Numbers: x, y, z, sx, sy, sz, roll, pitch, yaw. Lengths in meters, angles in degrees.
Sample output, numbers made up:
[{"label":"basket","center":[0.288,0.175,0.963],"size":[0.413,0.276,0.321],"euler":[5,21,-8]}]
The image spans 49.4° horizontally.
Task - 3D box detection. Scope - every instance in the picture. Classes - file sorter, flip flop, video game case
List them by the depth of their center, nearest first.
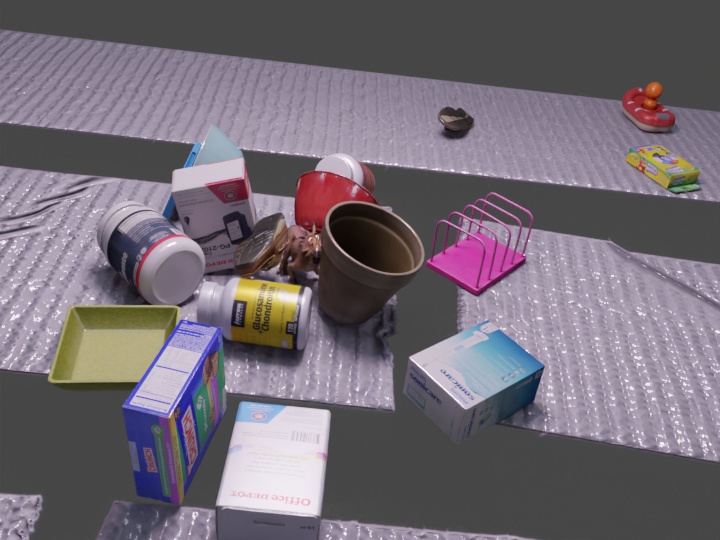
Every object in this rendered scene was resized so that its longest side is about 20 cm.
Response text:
[{"label":"file sorter","center":[0.261,-0.067,1.688],"size":[0.138,0.128,0.198],"euler":[31,40,31]},{"label":"video game case","center":[-0.399,-0.180,1.717],"size":[0.018,0.144,0.202],"euler":[25,31,-14]},{"label":"flip flop","center":[0.275,-0.435,2.292],"size":[0.081,0.058,0.199],"euler":[48,28,6]}]

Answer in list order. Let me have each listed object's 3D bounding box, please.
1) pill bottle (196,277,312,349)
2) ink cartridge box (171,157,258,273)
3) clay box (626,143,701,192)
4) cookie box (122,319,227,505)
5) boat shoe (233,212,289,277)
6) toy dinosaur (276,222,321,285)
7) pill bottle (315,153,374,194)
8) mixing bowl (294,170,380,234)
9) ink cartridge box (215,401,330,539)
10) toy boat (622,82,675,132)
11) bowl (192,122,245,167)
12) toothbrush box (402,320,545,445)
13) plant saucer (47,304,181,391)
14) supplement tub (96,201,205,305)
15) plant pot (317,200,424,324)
[{"label":"pill bottle","center":[-0.188,0.074,1.407],"size":[0.195,0.114,0.113],"euler":[7,33,1]},{"label":"ink cartridge box","center":[-0.279,-0.104,1.552],"size":[0.141,0.203,0.085],"euler":[-10,38,-2]},{"label":"clay box","center":[0.856,-0.288,2.196],"size":[0.112,0.049,0.201],"euler":[-10,37,-24]},{"label":"cookie box","center":[-0.265,0.204,1.152],"size":[0.073,0.174,0.201],"euler":[9,34,9]},{"label":"boat shoe","center":[-0.176,-0.038,1.480],"size":[0.074,0.075,0.201],"euler":[-11,25,21]},{"label":"toy dinosaur","center":[-0.117,-0.049,1.581],"size":[0.085,0.138,0.199],"euler":[-20,42,-35]},{"label":"pill bottle","center":[-0.038,-0.202,1.768],"size":[0.110,0.115,0.200],"euler":[15,3,12]},{"label":"mixing bowl","center":[-0.064,-0.104,1.654],"size":[0.196,0.201,0.110],"euler":[16,64,13]},{"label":"ink cartridge box","center":[-0.121,0.294,1.124],"size":[0.141,0.086,0.202],"euler":[6,33,-1]},{"label":"toy boat","center":[0.922,-0.535,2.493],"size":[0.127,0.133,0.202],"euler":[-1,35,-13]},{"label":"bowl","center":[-0.327,-0.216,1.760],"size":[0.103,0.203,0.203],"euler":[23,31,-12]},{"label":"toothbrush box","center":[0.193,0.186,1.340],"size":[0.197,0.087,0.146],"euler":[-20,43,-35]},{"label":"plant saucer","center":[-0.409,0.138,1.330],"size":[0.195,0.049,0.201],"euler":[1,35,-9]},{"label":"supplement tub","center":[-0.403,-0.034,1.500],"size":[0.139,0.143,0.199],"euler":[-24,44,-38]},{"label":"plant pot","center":[0.000,0.000,1.476],"size":[0.196,0.175,0.202],"euler":[16,39,-13]}]
